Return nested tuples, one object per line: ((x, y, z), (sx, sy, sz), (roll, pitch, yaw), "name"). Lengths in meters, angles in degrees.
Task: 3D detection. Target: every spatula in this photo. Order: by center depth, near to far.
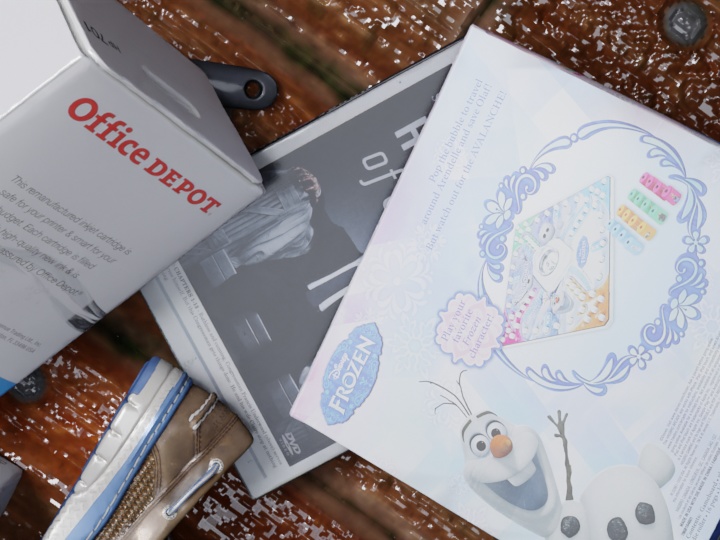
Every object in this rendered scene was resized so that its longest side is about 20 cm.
((-0.138, -0.100, 0.875), (0.198, 0.021, 0.057), (9, 93, 1), "spatula")

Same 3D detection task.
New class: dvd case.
((0.000, 0.000, 0.879), (0.199, 0.025, 0.151), (-28, 95, 6), "dvd case")

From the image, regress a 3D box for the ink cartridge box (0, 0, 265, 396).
((-0.166, -0.032, 0.807), (0.199, 0.146, 0.086), (-37, 56, 11), "ink cartridge box")

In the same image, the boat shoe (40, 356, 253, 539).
((-0.121, 0.143, 0.873), (0.072, 0.072, 0.201), (31, 106, -2), "boat shoe")

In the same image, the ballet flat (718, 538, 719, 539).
((0.157, 0.050, 0.854), (0.068, 0.068, 0.202), (-21, 104, -39), "ballet flat")

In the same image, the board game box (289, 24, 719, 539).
((0.095, 0.023, 0.813), (0.198, 0.043, 0.201), (29, 99, 19), "board game box")

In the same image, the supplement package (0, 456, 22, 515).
((-0.283, 0.105, 0.857), (0.199, 0.121, 0.120), (31, 97, -2), "supplement package")
